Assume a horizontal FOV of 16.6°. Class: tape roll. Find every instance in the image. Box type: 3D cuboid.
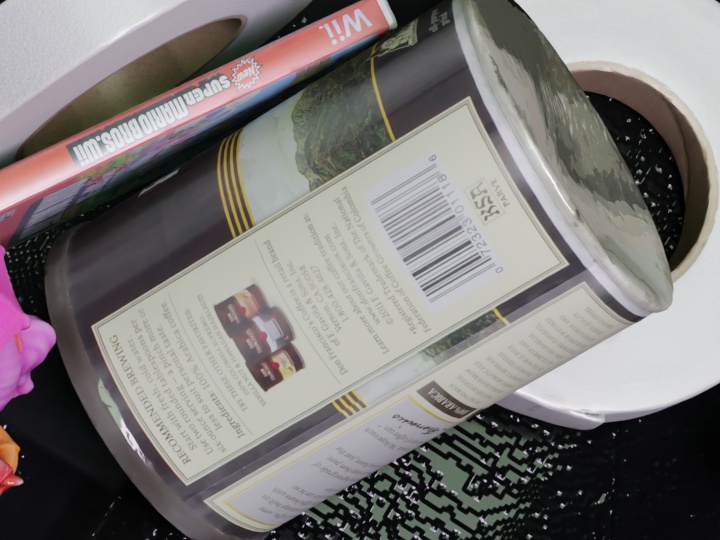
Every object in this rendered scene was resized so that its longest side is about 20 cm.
[{"bbox_3d":[0.100,-0.034,1.079,0.202,0.037,0.204,2,80,-11],"label":"tape roll"},{"bbox_3d":[-0.099,-0.086,0.973,0.202,0.203,0.037,-32,87,-15],"label":"tape roll"}]

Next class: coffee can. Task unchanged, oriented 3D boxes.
[{"bbox_3d":[0.000,0.000,0.962,0.200,0.146,0.147,-30,86,16],"label":"coffee can"}]

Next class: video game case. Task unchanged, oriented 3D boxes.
[{"bbox_3d":[-0.089,-0.049,0.997,0.199,0.143,0.018,-27,89,-14],"label":"video game case"}]

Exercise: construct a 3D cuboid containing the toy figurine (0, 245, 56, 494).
[{"bbox_3d":[-0.174,0.066,0.904,0.150,0.200,0.184,49,114,30],"label":"toy figurine"}]
